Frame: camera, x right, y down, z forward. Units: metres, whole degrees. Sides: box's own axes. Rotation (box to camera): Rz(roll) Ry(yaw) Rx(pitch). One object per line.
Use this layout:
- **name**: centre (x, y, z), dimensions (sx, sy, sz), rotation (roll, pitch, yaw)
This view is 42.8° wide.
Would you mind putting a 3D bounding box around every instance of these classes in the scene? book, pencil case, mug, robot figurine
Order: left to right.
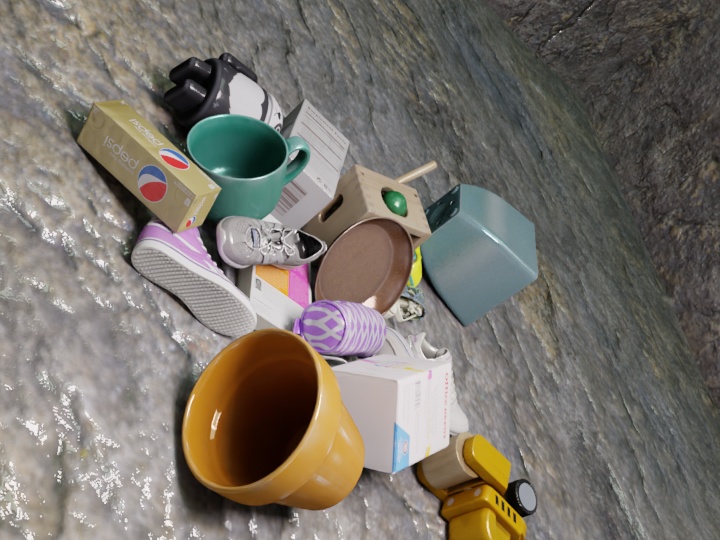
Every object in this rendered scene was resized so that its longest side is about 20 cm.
- **robot figurine**: centre (-0.215, -0.261, 1.478), dimensions (0.198, 0.152, 0.125), rotation (29, 7, -38)
- **mug**: centre (-0.174, -0.138, 1.376), dimensions (0.181, 0.116, 0.154), rotation (12, 44, -5)
- **book**: centre (-0.127, 0.016, 1.406), dimensions (0.133, 0.048, 0.203), rotation (35, 35, -34)
- **pencil case**: centre (-0.025, 0.089, 1.400), dimensions (0.200, 0.084, 0.086), rotation (22, 79, -70)

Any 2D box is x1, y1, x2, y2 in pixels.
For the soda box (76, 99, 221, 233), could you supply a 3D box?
- **soda box**: centre (-0.288, -0.144, 1.246), dimensions (0.199, 0.068, 0.064), rotation (41, 26, 10)

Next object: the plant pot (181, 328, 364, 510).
- **plant pot**: centre (-0.088, 0.204, 1.130), dimensions (0.183, 0.197, 0.203), rotation (46, 25, -47)

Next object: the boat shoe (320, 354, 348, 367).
- **boat shoe**: centre (-0.090, 0.142, 1.301), dimensions (0.198, 0.066, 0.075), rotation (0, 59, -57)

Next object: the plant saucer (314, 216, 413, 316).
- **plant saucer**: centre (0.000, 0.000, 1.500), dimensions (0.199, 0.203, 0.037), rotation (22, 10, -45)

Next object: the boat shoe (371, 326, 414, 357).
- **boat shoe**: centre (0.053, 0.184, 1.486), dimensions (0.069, 0.070, 0.204), rotation (14, 55, -54)

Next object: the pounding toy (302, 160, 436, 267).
- **pounding toy**: centre (0.026, -0.101, 1.590), dimensions (0.182, 0.199, 0.144), rotation (17, 44, -41)

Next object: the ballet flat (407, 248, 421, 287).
- **ballet flat**: centre (0.088, -0.027, 1.770), dimensions (0.201, 0.065, 0.068), rotation (-93, 164, -65)

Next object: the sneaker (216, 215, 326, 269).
- **sneaker**: centre (-0.128, -0.046, 1.325), dimensions (0.198, 0.081, 0.077), rotation (3, 77, -55)

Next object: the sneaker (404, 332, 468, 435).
- **sneaker**: centre (0.130, 0.194, 1.558), dimensions (0.201, 0.099, 0.075), rotation (51, 26, -10)

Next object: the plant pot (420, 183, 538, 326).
- **plant pot**: centre (0.221, -0.053, 1.864), dimensions (0.199, 0.195, 0.198), rotation (41, 31, -22)

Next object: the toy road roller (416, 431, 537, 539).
- **toy road roller**: centre (0.176, 0.367, 1.426), dimensions (0.200, 0.122, 0.147), rotation (46, 40, -18)

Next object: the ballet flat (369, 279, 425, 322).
- **ballet flat**: centre (0.057, 0.056, 1.630), dimensions (0.198, 0.074, 0.075), rotation (11, 50, -51)

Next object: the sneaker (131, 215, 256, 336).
- **sneaker**: centre (-0.214, -0.003, 1.263), dimensions (0.200, 0.072, 0.115), rotation (43, 27, -22)

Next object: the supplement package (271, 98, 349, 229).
- **supplement package**: centre (-0.108, -0.178, 1.567), dimensions (0.117, 0.116, 0.202), rotation (41, 30, -19)

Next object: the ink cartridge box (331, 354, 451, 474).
- **ink cartridge box**: centre (0.047, 0.201, 1.346), dimensions (0.199, 0.123, 0.132), rotation (-4, 98, -60)
